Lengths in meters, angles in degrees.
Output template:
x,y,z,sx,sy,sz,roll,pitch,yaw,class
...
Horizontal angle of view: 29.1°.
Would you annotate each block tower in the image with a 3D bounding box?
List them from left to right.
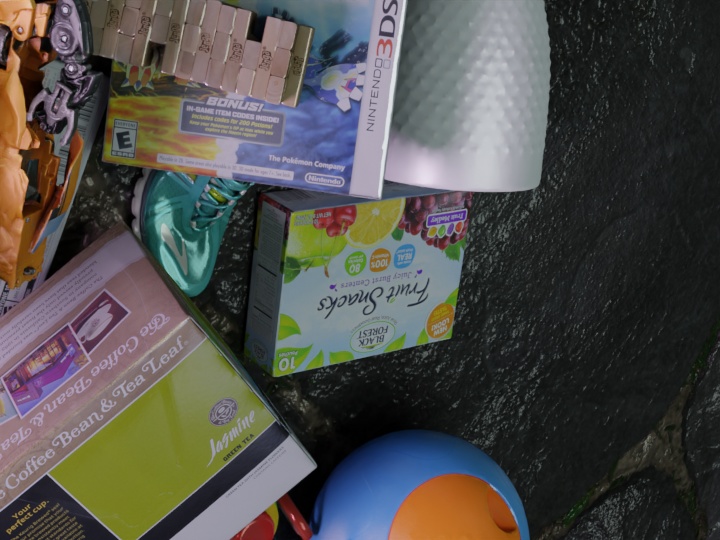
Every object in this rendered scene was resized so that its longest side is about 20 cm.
x,y,z,sx,sy,sz,roll,pitch,yaw,class
-0.131,-0.157,0.895,0.197,0.054,0.059,13,99,-3,block tower

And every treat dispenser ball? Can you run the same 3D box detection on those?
x,y,z,sx,sy,sz,roll,pitch,yaw,class
0.051,0.243,1.225,0.199,0.200,0.204,-19,122,-34,treat dispenser ball

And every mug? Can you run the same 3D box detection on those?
x,y,z,sx,sy,sz,roll,pitch,yaw,class
0.054,-0.163,1.089,0.197,0.148,0.178,3,102,-10,mug

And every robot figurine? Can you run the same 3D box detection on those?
x,y,z,sx,sy,sz,roll,pitch,yaw,class
-0.224,-0.100,0.841,0.058,0.144,0.202,-40,151,-63,robot figurine

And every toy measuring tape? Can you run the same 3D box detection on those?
x,y,z,sx,sy,sz,roll,pitch,yaw,class
-0.095,0.238,1.188,0.073,0.073,0.202,-35,129,-23,toy measuring tape

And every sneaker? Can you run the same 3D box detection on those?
x,y,z,sx,sy,sz,roll,pitch,yaw,class
-0.112,-0.072,1.015,0.077,0.079,0.203,2,109,-42,sneaker

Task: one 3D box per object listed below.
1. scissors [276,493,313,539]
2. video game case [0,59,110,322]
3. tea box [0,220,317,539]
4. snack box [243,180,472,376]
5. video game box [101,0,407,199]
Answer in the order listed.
x,y,z,sx,sy,sz,roll,pitch,yaw,class
-0.096,0.149,1.173,0.014,0.073,0.201,-34,106,-8,scissors
-0.273,-0.058,0.920,0.181,0.024,0.202,13,101,-44,video game case
-0.174,0.115,0.983,0.199,0.134,0.197,-38,135,-5,tea box
0.000,0.000,1.167,0.198,0.053,0.144,-10,118,-38,snack box
-0.069,-0.153,0.946,0.197,0.047,0.185,7,98,-2,video game box
